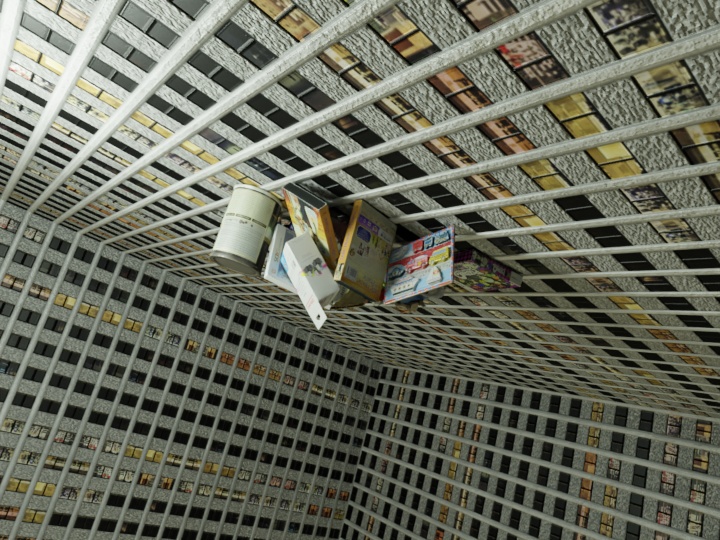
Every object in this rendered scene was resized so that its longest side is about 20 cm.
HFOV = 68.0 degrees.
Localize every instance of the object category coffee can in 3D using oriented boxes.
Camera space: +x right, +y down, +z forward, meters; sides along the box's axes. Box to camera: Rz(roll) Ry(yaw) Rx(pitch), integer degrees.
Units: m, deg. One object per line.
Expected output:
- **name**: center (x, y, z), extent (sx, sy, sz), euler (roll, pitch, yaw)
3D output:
- **coffee can**: center (-0.305, -0.105, 1.434), extent (0.141, 0.207, 0.147), euler (15, 166, 4)

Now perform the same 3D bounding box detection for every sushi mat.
- **sushi mat**: center (-0.013, 0.068, 1.394), extent (0.092, 0.013, 0.200), euler (-7, -170, 14)

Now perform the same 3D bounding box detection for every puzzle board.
- **puzzle board**: center (0.136, -0.013, 1.259), extent (0.196, 0.155, 0.017), euler (-22, 137, 37)

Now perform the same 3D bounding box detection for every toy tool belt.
- **toy tool belt**: center (0.134, 0.055, 1.498), extent (0.194, 0.129, 0.122), euler (-17, -152, -26)

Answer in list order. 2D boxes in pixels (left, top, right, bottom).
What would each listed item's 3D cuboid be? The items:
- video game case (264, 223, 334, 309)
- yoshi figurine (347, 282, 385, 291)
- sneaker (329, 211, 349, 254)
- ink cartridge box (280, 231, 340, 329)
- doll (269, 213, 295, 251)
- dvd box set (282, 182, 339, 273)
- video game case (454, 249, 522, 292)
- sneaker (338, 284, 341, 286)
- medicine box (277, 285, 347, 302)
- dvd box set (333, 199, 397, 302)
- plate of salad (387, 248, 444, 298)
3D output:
- **video game case**: center (-0.150, -0.012, 1.405), extent (0.196, 0.186, 0.023), euler (28, 132, -23)
- **yoshi figurine**: center (0.052, 0.027, 1.604), extent (0.192, 0.116, 0.113), euler (-11, 164, -5)
- **sneaker**: center (-0.038, -0.119, 1.357), extent (0.203, 0.114, 0.076), euler (55, -179, -10)
- **ink cartridge box**: center (-0.114, 0.027, 1.287), extent (0.066, 0.204, 0.115), euler (-25, 169, -23)
- **doll**: center (-0.207, -0.101, 1.536), extent (0.197, 0.048, 0.140), euler (-21, 101, 44)
- **dvd box set**: center (-0.117, -0.102, 1.301), extent (0.145, 0.029, 0.204), euler (34, 150, 36)
- **video game case**: center (0.308, 0.005, 1.451), extent (0.177, 0.037, 0.198), euler (25, 163, -23)
- **sneaker**: center (0.000, 0.000, 1.473), extent (0.124, 0.083, 0.199), euler (1, -177, -5)
- **medicine box**: center (-0.158, 0.039, 1.873), extent (0.178, 0.107, 0.198), euler (12, 176, 36)
- **dvd box set**: center (0.016, -0.045, 1.288), extent (0.029, 0.207, 0.145), euler (0, 159, 45)
- **plate of salad**: center (0.144, -0.002, 1.403), extent (0.195, 0.049, 0.202), euler (26, -154, -13)
